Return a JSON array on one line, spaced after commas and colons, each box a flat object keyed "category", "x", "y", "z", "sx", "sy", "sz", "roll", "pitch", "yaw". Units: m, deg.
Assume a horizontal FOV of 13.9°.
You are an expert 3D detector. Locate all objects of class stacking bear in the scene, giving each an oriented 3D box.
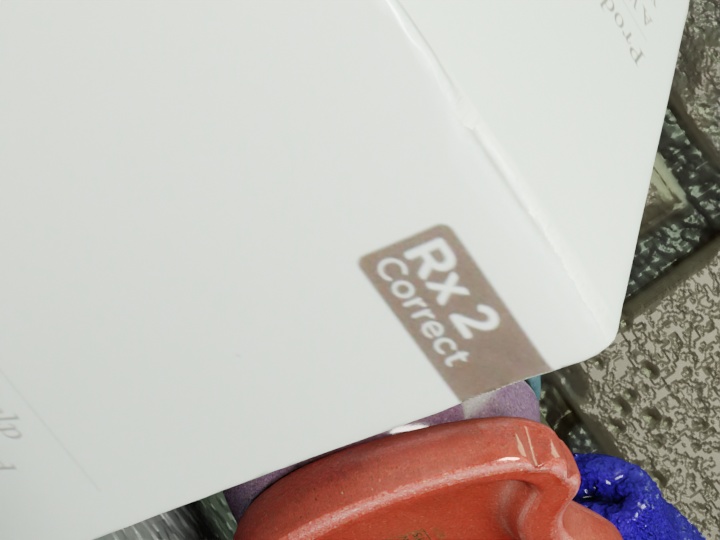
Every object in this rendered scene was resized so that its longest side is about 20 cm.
[{"category": "stacking bear", "x": 0.000, "y": 0.000, "z": 0.891, "sx": 0.122, "sy": 0.113, "sz": 0.201, "roll": 56, "pitch": 21, "yaw": -61}]

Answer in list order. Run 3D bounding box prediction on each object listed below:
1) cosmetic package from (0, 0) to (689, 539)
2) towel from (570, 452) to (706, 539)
[{"category": "cosmetic package", "x": -0.037, "y": -0.077, "z": 0.643, "sx": 0.165, "sy": 0.165, "sz": 0.200, "roll": 53, "pitch": 33, "yaw": -25}, {"category": "towel", "x": 0.067, "y": 0.128, "z": 1.031, "sx": 0.200, "sy": 0.147, "sz": 0.050, "roll": 51, "pitch": 45, "yaw": -49}]
